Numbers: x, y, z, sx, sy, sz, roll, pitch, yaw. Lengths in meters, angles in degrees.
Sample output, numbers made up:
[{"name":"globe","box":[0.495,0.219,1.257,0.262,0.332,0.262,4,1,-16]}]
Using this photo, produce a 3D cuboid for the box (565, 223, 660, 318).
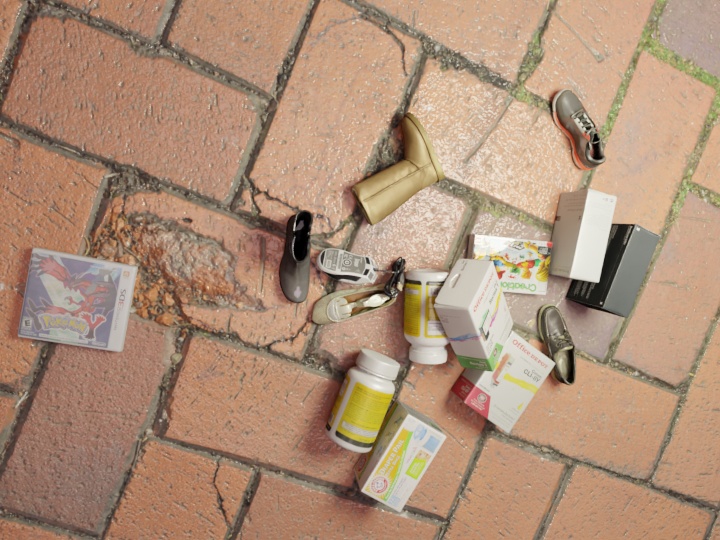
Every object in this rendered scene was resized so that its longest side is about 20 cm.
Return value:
[{"name":"box","box":[0.587,-0.005,1.202,0.078,0.141,0.201,21,92,-11]}]

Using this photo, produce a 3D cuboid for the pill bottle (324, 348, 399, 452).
[{"name":"pill bottle","box":[0.008,0.284,1.134,0.114,0.114,0.201,22,92,-12]}]

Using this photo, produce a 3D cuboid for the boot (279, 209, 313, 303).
[{"name":"boot","box":[-0.133,-0.023,1.068,0.069,0.132,0.202,-2,96,-11]}]

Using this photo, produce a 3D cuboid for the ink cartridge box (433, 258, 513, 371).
[{"name":"ink cartridge box","box":[0.249,0.095,1.106,0.145,0.083,0.201,-55,132,-33]}]

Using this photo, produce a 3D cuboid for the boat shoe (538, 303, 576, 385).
[{"name":"boat shoe","box":[0.485,0.179,1.238,0.073,0.065,0.202,-19,98,-7]}]

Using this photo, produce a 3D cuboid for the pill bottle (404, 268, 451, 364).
[{"name":"pill bottle","box":[0.153,0.100,1.144,0.111,0.112,0.202,0,96,-11]}]

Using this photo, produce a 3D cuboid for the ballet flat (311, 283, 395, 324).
[{"name":"ballet flat","box":[-0.014,0.071,1.135,0.199,0.062,0.068,-18,98,-8]}]

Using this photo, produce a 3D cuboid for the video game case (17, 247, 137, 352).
[{"name":"video game case","box":[-0.575,0.062,1.048,0.198,0.023,0.184,11,93,-11]}]

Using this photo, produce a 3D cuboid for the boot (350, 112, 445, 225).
[{"name":"boot","box":[0.068,-0.222,1.122,0.199,0.066,0.176,-30,100,-5]}]

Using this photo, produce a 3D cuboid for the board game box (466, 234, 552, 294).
[{"name":"board game box","box":[0.348,-0.014,1.209,0.198,0.035,0.127,4,95,-11]}]

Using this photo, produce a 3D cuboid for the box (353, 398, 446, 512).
[{"name":"box","box":[0.085,0.418,1.167,0.112,0.101,0.201,32,89,-12]}]

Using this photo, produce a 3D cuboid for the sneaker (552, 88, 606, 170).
[{"name":"sneaker","box":[0.519,-0.331,1.187,0.077,0.082,0.201,-32,100,-6]}]

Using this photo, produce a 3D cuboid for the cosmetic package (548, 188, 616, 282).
[{"name":"cosmetic package","box":[0.510,-0.079,1.196,0.080,0.113,0.202,12,91,-12]}]

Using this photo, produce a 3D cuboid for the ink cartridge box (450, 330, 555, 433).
[{"name":"ink cartridge box","box":[0.335,0.251,1.208,0.145,0.083,0.201,36,88,-12]}]

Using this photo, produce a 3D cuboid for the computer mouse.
[{"name":"computer mouse","box":[0.000,0.000,1.131,0.198,0.044,0.110,12,51,-3]}]
